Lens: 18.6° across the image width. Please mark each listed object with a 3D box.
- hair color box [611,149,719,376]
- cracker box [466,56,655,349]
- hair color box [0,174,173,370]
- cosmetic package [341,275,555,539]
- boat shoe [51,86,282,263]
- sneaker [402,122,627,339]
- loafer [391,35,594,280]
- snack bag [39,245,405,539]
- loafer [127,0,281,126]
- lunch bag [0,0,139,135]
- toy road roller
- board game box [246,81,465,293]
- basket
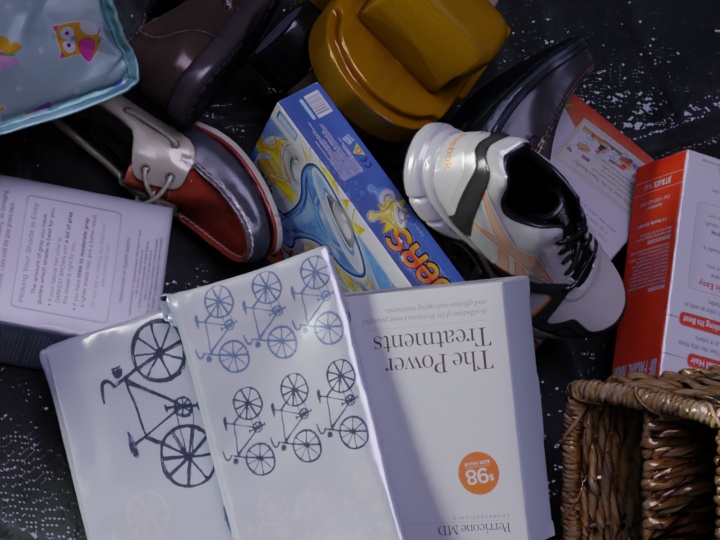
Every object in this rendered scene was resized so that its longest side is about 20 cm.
[{"bbox_3d":[0.226,0.036,1.418,0.111,0.064,0.201,16,73,-23],"label":"hair color box"},{"bbox_3d":[0.097,-0.029,1.448,0.134,0.058,0.200,41,60,6],"label":"cracker box"},{"bbox_3d":[-0.221,-0.001,1.335,0.199,0.061,0.099,11,62,-13],"label":"hair color box"},{"bbox_3d":[0.005,0.088,1.274,0.199,0.052,0.151,-6,92,24],"label":"cosmetic package"},{"bbox_3d":[-0.132,-0.073,1.388,0.200,0.071,0.063,45,46,14],"label":"boat shoe"},{"bbox_3d":[0.109,-0.016,1.328,0.200,0.080,0.074,40,64,-40],"label":"sneaker"},{"bbox_3d":[0.090,-0.073,1.404,0.200,0.073,0.072,-46,102,-25],"label":"loafer"},{"bbox_3d":[-0.084,0.102,1.261,0.199,0.021,0.189,-16,84,17],"label":"snack bag"},{"bbox_3d":[-0.099,-0.164,1.407,0.071,0.073,0.200,31,28,-1],"label":"loafer"},{"bbox_3d":[-0.256,-0.143,1.319,0.200,0.122,0.170,-24,31,-17],"label":"lunch bag"},{"bbox_3d":[0.038,-0.163,1.422,0.123,0.146,0.200,45,48,-12],"label":"toy road roller"},{"bbox_3d":[0.000,0.000,1.359,0.034,0.135,0.200,-29,75,-29],"label":"board game box"},{"bbox_3d":[0.210,0.167,1.295,0.148,0.143,0.201,-5,107,-20],"label":"basket"}]
